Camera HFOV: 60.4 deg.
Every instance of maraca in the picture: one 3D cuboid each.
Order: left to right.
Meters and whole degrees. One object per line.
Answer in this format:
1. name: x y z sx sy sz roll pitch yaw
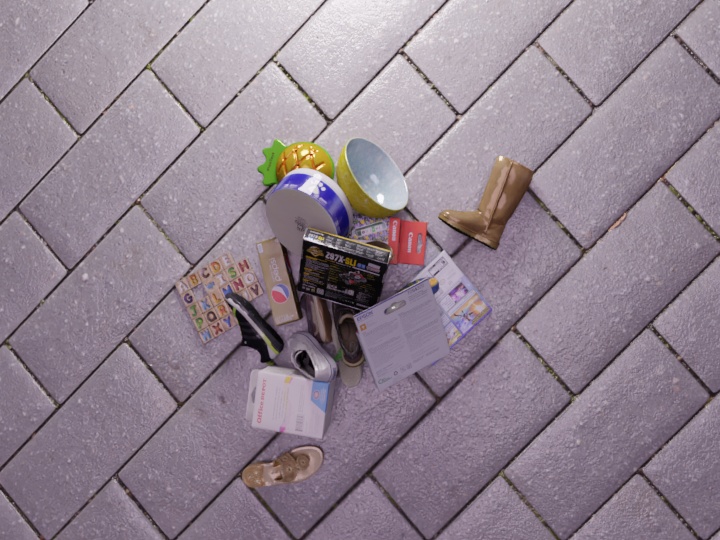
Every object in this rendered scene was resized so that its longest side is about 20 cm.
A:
1. maraca: -0.154 -0.243 1.484 0.194 0.107 0.142 16 84 13

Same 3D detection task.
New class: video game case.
1. video game case: 0.185 0.089 1.482 0.199 0.045 0.182 -41 85 3

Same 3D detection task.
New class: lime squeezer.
1. lime squeezer: -0.012 0.212 1.439 0.192 0.038 0.073 2 83 7

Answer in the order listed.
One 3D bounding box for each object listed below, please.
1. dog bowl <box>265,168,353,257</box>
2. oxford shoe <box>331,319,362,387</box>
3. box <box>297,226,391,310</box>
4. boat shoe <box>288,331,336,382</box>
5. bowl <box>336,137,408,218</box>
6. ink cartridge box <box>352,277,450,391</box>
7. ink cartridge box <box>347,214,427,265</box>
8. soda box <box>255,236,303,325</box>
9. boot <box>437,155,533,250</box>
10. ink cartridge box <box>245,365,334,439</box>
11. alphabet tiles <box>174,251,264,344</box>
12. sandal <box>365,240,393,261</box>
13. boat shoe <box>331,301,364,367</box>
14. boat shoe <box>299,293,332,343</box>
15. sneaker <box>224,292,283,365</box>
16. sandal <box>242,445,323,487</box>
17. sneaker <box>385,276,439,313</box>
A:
1. dog bowl: -0.118 -0.126 1.421 0.197 0.202 0.079 32 49 5
2. oxford shoe: -0.029 0.176 1.493 0.072 0.058 0.208 -7 83 8
3. box: -0.040 0.002 1.379 0.193 0.050 0.163 15 132 3
4. boat shoe: -0.128 0.197 1.438 0.064 0.198 0.076 1 104 -35
5. bowl: 0.008 -0.196 1.450 0.107 0.199 0.203 -38 87 36
6. ink cartridge box: 0.091 0.139 1.385 0.192 0.043 0.205 -25 112 -12
7. ink cartridge box: 0.061 -0.073 1.490 0.192 0.050 0.113 5 91 6
8. soda box: -0.196 0.026 1.502 0.062 0.068 0.207 -14 88 4
9. boot: 0.295 -0.175 1.470 0.171 0.066 0.205 24 92 -8
10. ink cartridge box: -0.167 0.305 1.467 0.193 0.125 0.133 9 90 5
11. alphabet tiles: -0.346 0.060 1.544 0.196 0.008 0.171 -29 87 4
12. sandal: 0.000 -0.005 1.458 0.206 0.069 0.080 -19 59 26
13. boat shoe: -0.026 0.117 1.427 0.071 0.066 0.205 -11 60 -7
14. boat shoe: -0.117 0.078 1.493 0.063 0.072 0.207 -14 91 15
15. sneaker: -0.272 0.146 1.501 0.083 0.072 0.201 -43 90 5
16. sandal: -0.190 0.485 1.487 0.205 0.070 0.080 -15 88 4
17. sneaker: 0.108 0.095 1.441 0.197 0.075 0.089 -34 103 5
